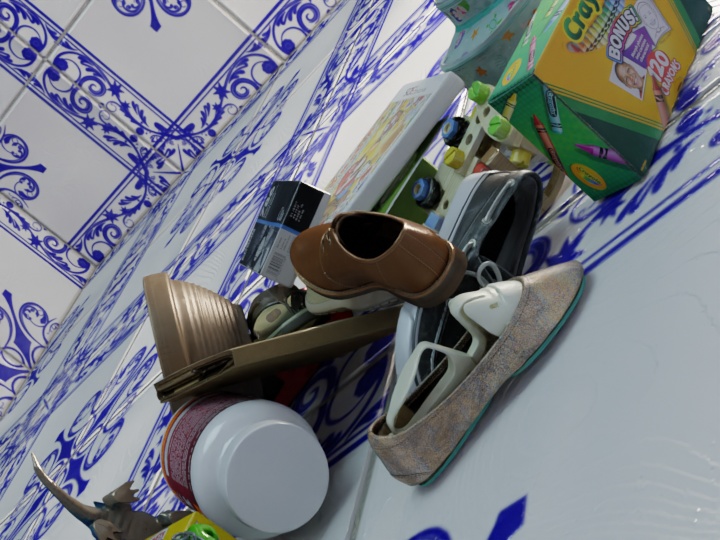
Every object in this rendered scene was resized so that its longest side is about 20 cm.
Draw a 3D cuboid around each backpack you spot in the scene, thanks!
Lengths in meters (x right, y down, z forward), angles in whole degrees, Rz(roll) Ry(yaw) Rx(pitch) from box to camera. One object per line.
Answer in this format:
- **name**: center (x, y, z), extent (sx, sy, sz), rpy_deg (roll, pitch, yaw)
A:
- **backpack**: center (0.164, -0.267, 1.203), extent (0.177, 0.150, 0.201), rpy_deg (-18, 40, 61)

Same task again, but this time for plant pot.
- **plant pot**: center (-0.152, 0.093, 1.199), extent (0.092, 0.203, 0.201), rpy_deg (-14, 12, -9)

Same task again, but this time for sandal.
- **sandal**: center (-0.087, 0.044, 1.214), extent (0.079, 0.058, 0.201), rpy_deg (-32, 10, -12)

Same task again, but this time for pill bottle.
- **pill bottle**: center (-0.098, 0.163, 1.011), extent (0.113, 0.113, 0.200), rpy_deg (-55, 15, -14)

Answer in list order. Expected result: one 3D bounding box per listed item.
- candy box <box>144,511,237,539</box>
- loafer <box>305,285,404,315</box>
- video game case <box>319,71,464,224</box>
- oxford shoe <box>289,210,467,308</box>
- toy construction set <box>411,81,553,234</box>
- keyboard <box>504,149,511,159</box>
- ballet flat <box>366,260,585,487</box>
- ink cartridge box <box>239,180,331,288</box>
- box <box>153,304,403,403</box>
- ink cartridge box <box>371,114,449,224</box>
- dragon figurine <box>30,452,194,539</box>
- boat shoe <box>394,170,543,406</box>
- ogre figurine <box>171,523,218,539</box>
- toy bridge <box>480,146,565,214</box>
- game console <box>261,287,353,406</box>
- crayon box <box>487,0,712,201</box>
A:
- **candy box**: center (-0.144, 0.254, 0.955), extent (0.200, 0.102, 0.027), rpy_deg (-35, 20, 45)
- **loafer**: center (0.000, 0.000, 1.055), extent (0.075, 0.069, 0.200), rpy_deg (-8, 0, -22)
- **video game case**: center (0.012, -0.108, 1.187), extent (0.201, 0.023, 0.182), rpy_deg (-53, 12, -4)
- **oxford shoe**: center (-0.003, -0.021, 0.915), extent (0.199, 0.071, 0.072), rpy_deg (3, 60, 56)
- **toy construction set**: center (0.104, -0.083, 1.058), extent (0.201, 0.092, 0.131), rpy_deg (-52, 32, 3)
- **keyboard**: center (0.122, -0.110, 1.199), extent (0.056, 0.011, 0.200), rpy_deg (-52, 15, -3)
- **ballet flat**: center (0.077, 0.059, 0.831), extent (0.201, 0.067, 0.068), rpy_deg (-52, 15, -3)
- **ink cartridge box**: center (-0.083, -0.041, 1.221), extent (0.100, 0.039, 0.200), rpy_deg (-67, 12, -2)
- **box**: center (-0.064, 0.073, 1.063), extent (0.198, 0.022, 0.163), rpy_deg (-11, -10, -35)
- **ink cartridge box**: center (0.033, -0.055, 1.194), extent (0.148, 0.076, 0.200), rpy_deg (-57, 15, -20)
- **dragon figurine**: center (-0.204, 0.226, 1.025), extent (0.099, 0.198, 0.059), rpy_deg (-43, 29, 53)
- **boat shoe**: center (0.089, 0.014, 0.896), extent (0.068, 0.074, 0.201), rpy_deg (-3, 54, 49)
- **ogre figurine**: center (-0.095, 0.272, 0.776), extent (0.119, 0.098, 0.202), rpy_deg (-13, 48, 51)
- **toy bridge**: center (0.129, -0.074, 0.987), extent (0.200, 0.067, 0.027), rpy_deg (-48, 15, 5)
- **game console**: center (-0.085, 0.102, 1.292), extent (0.178, 0.031, 0.200), rpy_deg (-56, 15, -5)
- **crayon box**: center (0.190, -0.169, 0.928), extent (0.058, 0.118, 0.201), rpy_deg (-28, 27, 54)
